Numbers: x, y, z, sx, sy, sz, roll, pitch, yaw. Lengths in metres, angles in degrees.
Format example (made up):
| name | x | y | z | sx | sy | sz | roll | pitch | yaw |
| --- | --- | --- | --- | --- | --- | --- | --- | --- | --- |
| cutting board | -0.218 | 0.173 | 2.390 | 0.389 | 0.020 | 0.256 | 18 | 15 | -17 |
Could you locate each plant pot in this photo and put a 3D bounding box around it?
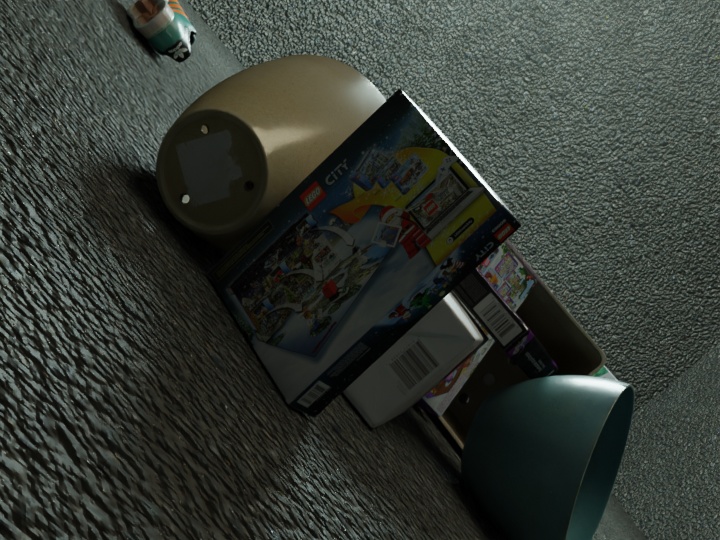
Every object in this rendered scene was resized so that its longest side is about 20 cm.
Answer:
| name | x | y | z | sx | sy | sz | roll | pitch | yaw |
| --- | --- | --- | --- | --- | --- | --- | --- | --- | --- |
| plant pot | 0.158 | 0.115 | 1.482 | 0.200 | 0.199 | 0.177 | 51 | -7 | 17 |
| plant pot | 0.180 | 0.189 | 1.213 | 0.134 | 0.202 | 0.200 | 19 | -8 | 23 |
| plant pot | -0.081 | -0.084 | 0.973 | 0.188 | 0.187 | 0.200 | 50 | 19 | 7 |

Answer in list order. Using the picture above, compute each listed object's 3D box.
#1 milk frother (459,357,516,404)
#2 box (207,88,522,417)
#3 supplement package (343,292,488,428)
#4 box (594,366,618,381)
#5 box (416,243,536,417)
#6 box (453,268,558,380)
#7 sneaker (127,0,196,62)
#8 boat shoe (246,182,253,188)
| name | x | y | z | sx | sy | sz | roll | pitch | yaw |
| --- | --- | --- | --- | --- | --- | --- | --- | --- | --- |
| milk frother | 0.174 | 0.085 | 1.688 | 0.181 | 0.200 | 0.188 | 47 | 5 | -12 |
| box | -0.002 | -0.014 | 0.851 | 0.038 | 0.200 | 0.137 | 36 | 14 | -53 |
| supplement package | 0.034 | 0.057 | 1.108 | 0.120 | 0.121 | 0.200 | 50 | 6 | 8 |
| box | 0.270 | 0.202 | 1.678 | 0.036 | 0.199 | 0.144 | 51 | 4 | -15 |
| box | 0.098 | 0.043 | 1.348 | 0.137 | 0.200 | 0.039 | 47 | -18 | -30 |
| box | 0.131 | 0.039 | 1.210 | 0.143 | 0.036 | 0.200 | 51 | 5 | 23 |
| sneaker | -0.274 | -0.342 | 1.669 | 0.080 | 0.071 | 0.200 | 52 | 8 | -28 |
| boat shoe | -0.101 | -0.092 | 1.421 | 0.200 | 0.071 | 0.073 | 67 | 16 | -70 |
